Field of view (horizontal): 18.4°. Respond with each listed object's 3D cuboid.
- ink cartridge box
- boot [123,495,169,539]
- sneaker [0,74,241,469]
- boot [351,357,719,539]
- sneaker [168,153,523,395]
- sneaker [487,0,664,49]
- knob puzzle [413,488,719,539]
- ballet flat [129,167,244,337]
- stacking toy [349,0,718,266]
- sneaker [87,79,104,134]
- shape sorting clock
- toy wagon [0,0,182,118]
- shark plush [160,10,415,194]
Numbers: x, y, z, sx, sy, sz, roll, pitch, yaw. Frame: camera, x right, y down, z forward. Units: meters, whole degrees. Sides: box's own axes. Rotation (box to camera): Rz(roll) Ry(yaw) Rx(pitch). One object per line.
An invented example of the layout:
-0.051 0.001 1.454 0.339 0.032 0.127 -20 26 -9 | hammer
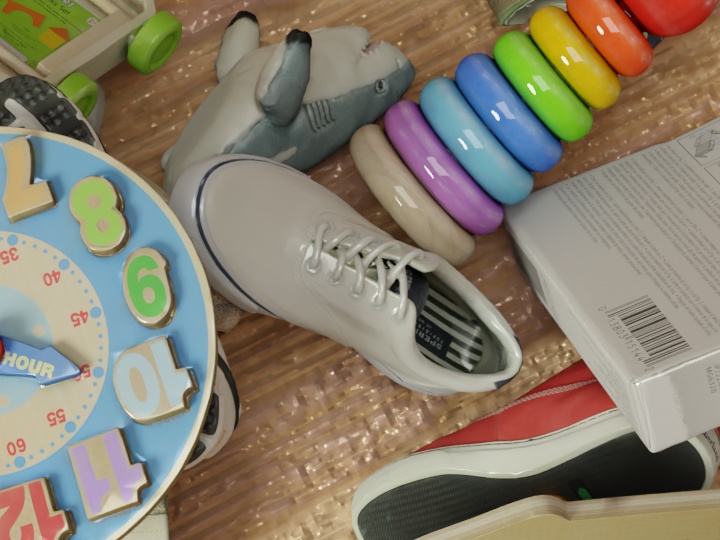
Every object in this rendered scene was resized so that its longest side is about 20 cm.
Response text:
0.178 -0.009 1.056 0.175 0.200 0.045 -22 118 -4 | ink cartridge box
-0.165 0.158 1.064 0.153 0.072 0.201 4 62 -4 | boot
-0.119 0.004 1.012 0.073 0.080 0.201 -29 79 8 | sneaker
0.096 0.077 1.105 0.199 0.145 0.073 -20 114 28 | boot
0.000 0.000 1.059 0.199 0.071 0.074 29 69 -35 | sneaker
0.079 -0.172 1.136 0.199 0.067 0.090 20 76 -2 | sneaker
0.067 0.150 1.035 0.218 0.220 0.031 -9 56 -3 | knob puzzle
-0.145 -0.027 1.071 0.199 0.068 0.068 19 98 -4 | ballet flat
0.091 -0.096 1.092 0.200 0.085 0.086 -42 84 10 | stacking toy
-0.228 -0.093 1.105 0.198 0.089 0.076 8 80 -1 | sneaker
-0.159 0.035 0.946 0.198 0.039 0.202 -1 79 3 | shape sorting clock
-0.163 -0.147 1.106 0.155 0.040 0.200 38 46 11 | toy wagon
-0.051 -0.041 1.117 0.083 0.091 0.201 35 75 -27 | shark plush
